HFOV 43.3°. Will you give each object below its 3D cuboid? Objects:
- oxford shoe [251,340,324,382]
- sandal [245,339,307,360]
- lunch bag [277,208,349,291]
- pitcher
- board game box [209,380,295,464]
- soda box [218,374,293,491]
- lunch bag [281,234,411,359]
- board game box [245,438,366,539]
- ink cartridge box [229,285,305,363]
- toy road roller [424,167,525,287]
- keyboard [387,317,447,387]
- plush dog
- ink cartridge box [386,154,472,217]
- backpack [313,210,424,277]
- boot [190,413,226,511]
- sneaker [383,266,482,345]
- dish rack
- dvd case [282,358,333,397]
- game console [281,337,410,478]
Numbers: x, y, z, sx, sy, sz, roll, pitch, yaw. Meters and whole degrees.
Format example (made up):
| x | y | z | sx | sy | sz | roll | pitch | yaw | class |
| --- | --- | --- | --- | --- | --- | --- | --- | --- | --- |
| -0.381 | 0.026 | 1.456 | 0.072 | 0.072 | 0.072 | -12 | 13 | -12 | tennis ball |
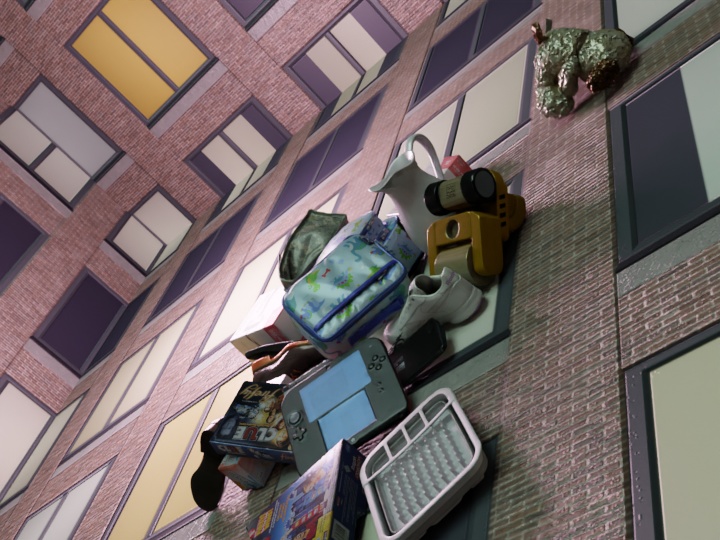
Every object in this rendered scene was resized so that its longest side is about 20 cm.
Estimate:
| x | y | z | sx | sy | sz | roll | pitch | yaw | class |
| --- | --- | --- | --- | --- | --- | --- | --- | --- | --- |
| -0.131 | 0.191 | 1.748 | 0.199 | 0.071 | 0.073 | -29 | 53 | 36 | oxford shoe |
| -0.169 | 0.176 | 1.838 | 0.199 | 0.075 | 0.049 | -16 | 74 | 48 | sandal |
| -0.089 | 0.007 | 1.817 | 0.116 | 0.165 | 0.201 | 8 | 50 | 30 | lunch bag |
| 0.128 | -0.128 | 1.588 | 0.121 | 0.200 | 0.172 | -23 | 29 | 51 | pitcher |
| -0.139 | 0.253 | 1.516 | 0.198 | 0.035 | 0.136 | 0 | 44 | 30 | board game box |
| -0.167 | 0.284 | 1.594 | 0.063 | 0.068 | 0.201 | -24 | 29 | 45 | soda box |
| -0.019 | 0.042 | 1.516 | 0.199 | 0.083 | 0.161 | -39 | 48 | -11 | lunch bag |
| -0.083 | 0.363 | 1.249 | 0.199 | 0.062 | 0.201 | -39 | 19 | 25 | board game box |
| -0.177 | 0.109 | 1.966 | 0.199 | 0.085 | 0.146 | -25 | 27 | 52 | ink cartridge box |
| 0.197 | -0.066 | 1.476 | 0.122 | 0.145 | 0.203 | -14 | 73 | 52 | toy road roller |
| 0.067 | 0.153 | 1.417 | 0.200 | 0.039 | 0.105 | -43 | 33 | 25 | keyboard |
| 0.407 | -0.389 | 1.640 | 0.170 | 0.161 | 0.201 | 3 | 47 | 37 | plush dog |
| 0.131 | -0.132 | 1.802 | 0.201 | 0.067 | 0.116 | -52 | 18 | -15 | ink cartridge box |
| 0.000 | 0.000 | 1.695 | 0.182 | 0.147 | 0.201 | -23 | 32 | 57 | backpack |
| -0.228 | 0.318 | 1.661 | 0.200 | 0.064 | 0.188 | -42 | -30 | -60 | boot |
| 0.098 | 0.053 | 1.435 | 0.199 | 0.099 | 0.075 | -33 | 24 | 39 | sneaker |
| 0.082 | 0.251 | 1.142 | 0.172 | 0.044 | 0.200 | -44 | 18 | 6 | dish rack |
| -0.049 | 0.219 | 1.432 | 0.145 | 0.022 | 0.201 | -33 | 33 | 10 | dvd case |
| -0.028 | 0.205 | 1.383 | 0.199 | 0.031 | 0.177 | -35 | 34 | 8 | game console |
